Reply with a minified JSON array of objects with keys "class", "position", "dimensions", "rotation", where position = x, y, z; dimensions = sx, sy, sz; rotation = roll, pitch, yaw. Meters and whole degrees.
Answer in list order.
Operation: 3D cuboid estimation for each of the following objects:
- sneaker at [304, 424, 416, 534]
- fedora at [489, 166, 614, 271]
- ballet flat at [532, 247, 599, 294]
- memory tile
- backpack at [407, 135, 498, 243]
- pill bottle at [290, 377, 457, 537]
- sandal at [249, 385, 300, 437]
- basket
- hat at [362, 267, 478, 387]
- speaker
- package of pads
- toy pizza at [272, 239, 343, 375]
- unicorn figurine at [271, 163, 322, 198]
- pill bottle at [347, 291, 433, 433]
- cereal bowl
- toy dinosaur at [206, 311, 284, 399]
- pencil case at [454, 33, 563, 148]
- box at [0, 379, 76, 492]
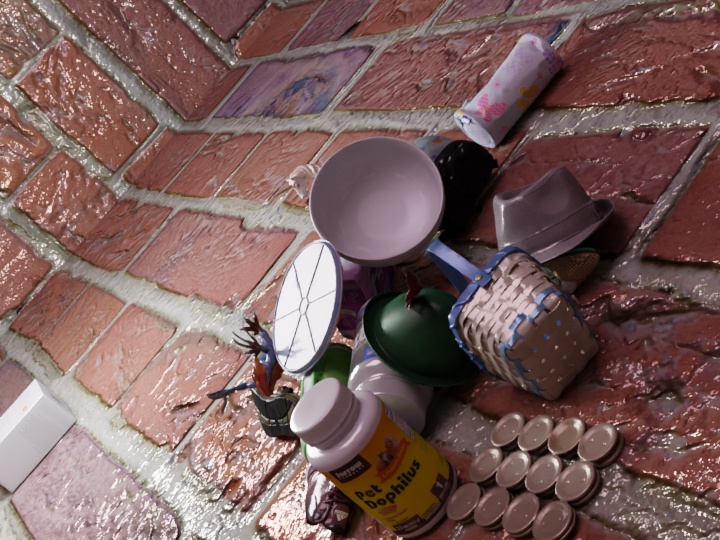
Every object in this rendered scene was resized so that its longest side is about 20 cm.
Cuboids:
[{"class":"sneaker","position":[-0.003,0.272,1.455],"dimensions":[0.200,0.076,0.116],"rotation":[-39,28,41]},{"class":"fedora","position":[0.230,-0.074,1.492],"dimensions":[0.177,0.090,0.200],"rotation":[-22,8,37]},{"class":"ballet flat","position":[0.225,0.025,1.483],"dimensions":[0.200,0.070,0.065],"rotation":[-22,61,48]},{"class":"memory tile","position":[0.188,0.224,1.269],"dimensions":[0.200,0.017,0.153],"rotation":[-3,48,58]},{"class":"backpack","position":[0.098,-0.137,1.841],"dimensions":[0.200,0.127,0.167],"rotation":[-2,47,51]},{"class":"pill bottle","position":[0.013,0.214,1.343],"dimensions":[0.109,0.200,0.109],"rotation":[-37,25,21]},{"class":"sandal","position":[-0.112,0.209,1.736],"dimensions":[0.057,0.080,0.201],"rotation":[-20,11,-27]},{"class":"basket","position":[0.175,0.053,1.375],"dimensions":[0.139,0.176,0.200],"rotation":[-51,43,-8]},{"class":"hat","position":[0.105,0.033,1.445],"dimensions":[0.200,0.165,0.176],"rotation":[-80,12,-54]},{"class":"speaker","position":[-0.039,0.187,1.614],"dimensions":[0.088,0.088,0.200],"rotation":[-36,25,21]},{"class":"package of pads","position":[0.000,0.000,1.799],"dimensions":[0.076,0.121,0.200],"rotation":[-11,37,21]},{"class":"toy pizza","position":[-0.070,0.054,1.670],"dimensions":[0.200,0.032,0.201],"rotation":[-35,47,50]},{"class":"unicorn figurine","position":[-0.038,-0.159,2.091],"dimensions":[0.200,0.137,0.074],"rotation":[-33,27,27]},{"class":"pill bottle","position":[0.042,0.130,1.537],"dimensions":[0.114,0.114,0.200],"rotation":[-34,27,26]},{"class":"cereal bowl","position":[0.029,-0.094,1.719],"dimensions":[0.200,0.200,0.083],"rotation":[-49,-19,-8]},{"class":"toy dinosaur","position":[-0.135,0.132,1.741],"dimensions":[0.181,0.200,0.105],"rotation":[-135,45,-57]},{"class":"pencil case","position":[0.245,-0.297,1.911],"dimensions":[0.200,0.083,0.091],"rotation":[-49,46,-8]},{"class":"box","position":[-0.713,0.348,2.454],"dimensions":[0.200,0.097,0.124],"rotation":[-49,24,-7]}]
